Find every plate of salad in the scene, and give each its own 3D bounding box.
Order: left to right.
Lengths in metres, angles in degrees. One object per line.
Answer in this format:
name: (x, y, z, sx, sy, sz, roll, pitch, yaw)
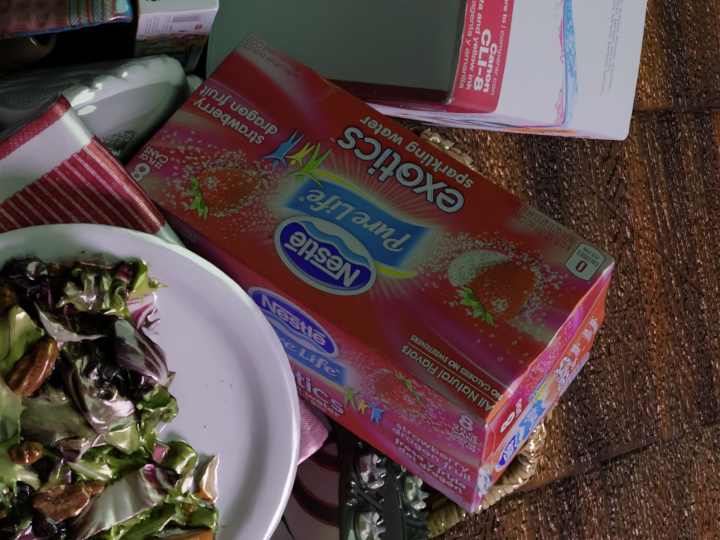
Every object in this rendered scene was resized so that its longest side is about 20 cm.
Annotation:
plate of salad: (-0.120, 0.079, 0.776, 0.201, 0.199, 0.048, 64, -4, -24)

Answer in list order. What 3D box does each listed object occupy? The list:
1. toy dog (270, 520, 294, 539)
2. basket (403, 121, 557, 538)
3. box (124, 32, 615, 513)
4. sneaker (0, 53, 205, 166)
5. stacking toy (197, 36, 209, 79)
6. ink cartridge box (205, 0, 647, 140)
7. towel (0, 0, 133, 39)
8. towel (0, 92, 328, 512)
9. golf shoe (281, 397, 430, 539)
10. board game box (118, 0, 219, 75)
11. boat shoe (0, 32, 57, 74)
toy dog: (0.016, 0.196, 0.942, 0.200, 0.194, 0.140, 39, 74, 0)
basket: (0.017, 0.044, 0.998, 0.201, 0.142, 0.149, 62, 38, -27)
box: (0.000, 0.000, 0.828, 0.100, 0.200, 0.096, -49, 162, -23)
sneaker: (-0.106, -0.052, 0.863, 0.200, 0.074, 0.082, -3, 88, -74)
stacking toy: (-0.048, -0.147, 1.010, 0.085, 0.085, 0.201, 37, 60, -46)
ink cartridge box: (0.043, -0.149, 0.951, 0.200, 0.145, 0.146, 2, 95, -57)
towel: (-0.172, -0.193, 0.776, 0.022, 0.146, 0.201, -2, 85, -78)
towel: (-0.124, 0.042, 0.800, 0.200, 0.144, 0.023, 54, 4, -26)
golf shoe: (-0.019, 0.095, 0.890, 0.077, 0.088, 0.201, 39, 38, -53)
board game box: (-0.096, -0.165, 0.862, 0.200, 0.034, 0.135, 157, -73, -81)
boat shoe: (-0.155, -0.184, 0.857, 0.072, 0.072, 0.201, 27, 61, -51)
